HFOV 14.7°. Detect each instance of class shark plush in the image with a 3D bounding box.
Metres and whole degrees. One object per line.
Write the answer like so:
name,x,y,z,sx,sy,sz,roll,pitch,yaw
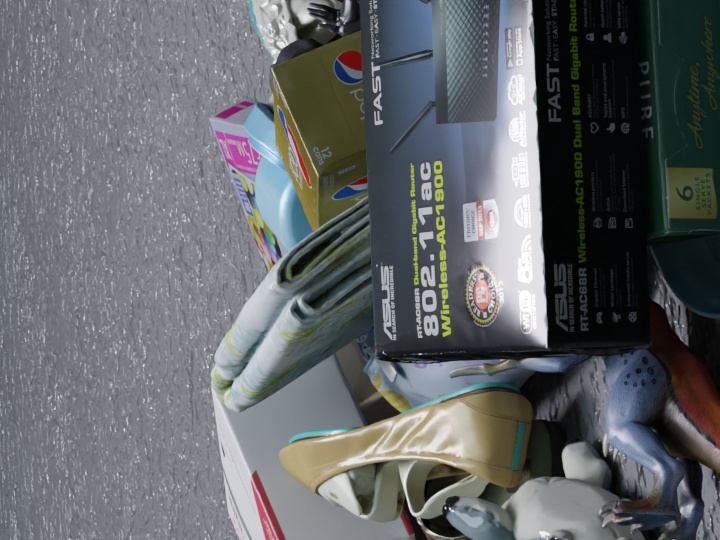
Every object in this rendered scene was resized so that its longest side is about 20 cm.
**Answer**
shark plush,0.133,0.156,1.455,0.199,0.091,0.084,15,126,52

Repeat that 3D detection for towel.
towel,0.000,0.000,1.605,0.048,0.171,0.200,55,159,8

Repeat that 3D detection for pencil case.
pencil case,0.067,0.023,1.553,0.200,0.090,0.084,131,153,-64

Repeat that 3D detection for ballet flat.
ballet flat,-0.024,-0.145,1.918,0.072,0.071,0.201,109,152,-48
ballet flat,0.020,0.112,1.584,0.199,0.068,0.064,-21,65,50

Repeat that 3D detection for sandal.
sandal,0.064,0.129,1.624,0.201,0.057,0.080,131,134,-65

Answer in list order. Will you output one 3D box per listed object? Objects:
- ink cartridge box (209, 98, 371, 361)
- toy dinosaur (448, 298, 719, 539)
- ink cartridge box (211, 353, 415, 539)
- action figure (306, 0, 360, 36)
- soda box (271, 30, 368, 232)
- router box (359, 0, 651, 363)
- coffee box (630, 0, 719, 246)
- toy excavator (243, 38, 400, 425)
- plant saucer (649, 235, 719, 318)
ink cartridge box,-0.037,-0.013,1.865,0.201,0.042,0.119,68,165,-14
toy dinosaur,0.151,0.052,1.372,0.199,0.105,0.183,-16,57,35
ink cartridge box,-0.028,0.160,1.763,0.200,0.082,0.147,89,159,-62
action figure,-0.007,-0.253,1.770,0.119,0.101,0.201,-96,12,-56
soda box,-0.009,-0.074,1.574,0.200,0.064,0.068,93,154,-81
router box,0.065,-0.058,1.307,0.150,0.062,0.202,-6,85,59
coffee box,0.102,-0.066,1.350,0.200,0.044,0.124,-13,79,58
toy excavator,-0.011,-0.017,1.765,0.201,0.194,0.100,-58,26,10
plant saucer,0.175,-0.079,1.304,0.200,0.027,0.202,180,90,-73
